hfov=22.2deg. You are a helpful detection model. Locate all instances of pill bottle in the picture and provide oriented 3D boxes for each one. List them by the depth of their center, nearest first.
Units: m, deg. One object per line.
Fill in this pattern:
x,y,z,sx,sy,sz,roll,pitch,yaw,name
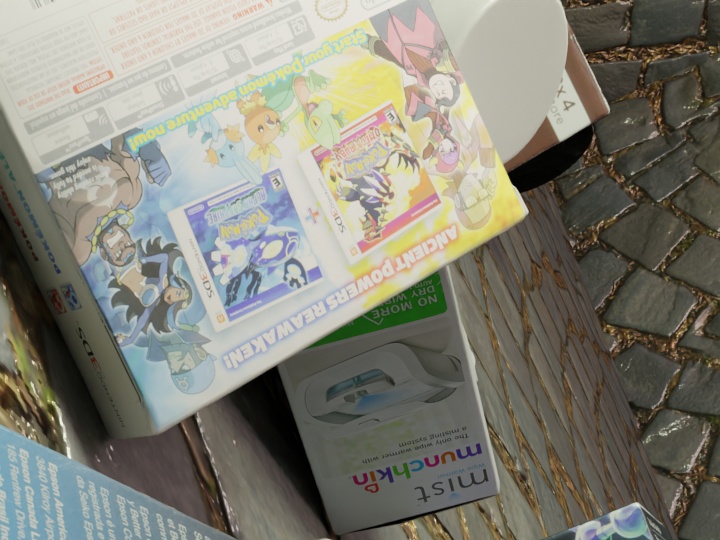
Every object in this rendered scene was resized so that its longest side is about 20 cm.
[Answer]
-0.007,-0.123,0.865,0.200,0.120,0.120,27,-15,35,pill bottle

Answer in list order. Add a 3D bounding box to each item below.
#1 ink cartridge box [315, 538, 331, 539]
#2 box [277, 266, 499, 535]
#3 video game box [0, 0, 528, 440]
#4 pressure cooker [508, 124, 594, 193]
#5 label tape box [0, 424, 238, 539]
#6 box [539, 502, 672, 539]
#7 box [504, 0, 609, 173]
0.029,0.227,0.837,0.198,0.047,0.200,41,29,-71,ink cartridge box
0.000,0.000,0.953,0.200,0.096,0.177,-103,179,-47,box
-0.049,-0.060,0.714,0.047,0.200,0.183,-18,-81,57,video game box
0.147,-0.201,2.013,0.176,0.178,0.200,-57,-132,50,pressure cooker
-0.047,0.133,0.446,0.200,0.066,0.144,35,28,-42,label tape box
0.127,0.248,0.990,0.107,0.148,0.200,42,26,-68,box
0.023,-0.142,1.154,0.166,0.164,0.200,62,-5,-17,box
